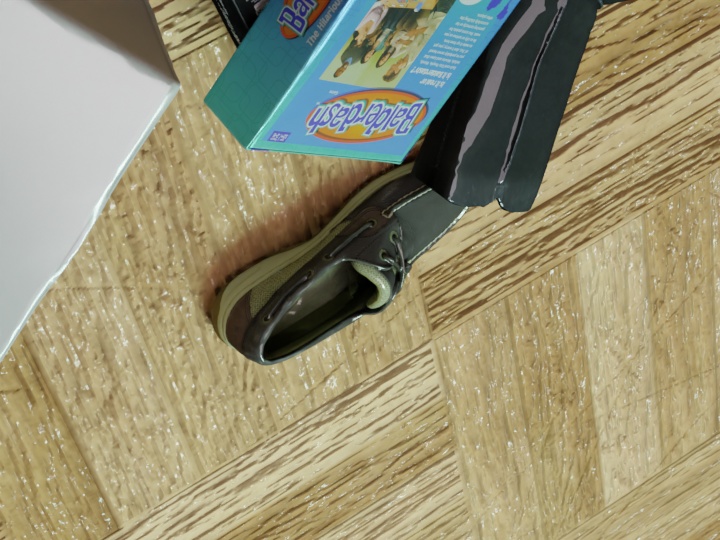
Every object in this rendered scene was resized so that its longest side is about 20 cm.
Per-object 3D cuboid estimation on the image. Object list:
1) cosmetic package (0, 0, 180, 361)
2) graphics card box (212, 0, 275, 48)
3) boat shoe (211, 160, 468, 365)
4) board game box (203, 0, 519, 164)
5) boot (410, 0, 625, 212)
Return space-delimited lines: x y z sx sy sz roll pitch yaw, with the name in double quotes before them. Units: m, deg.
"cosmetic package" -0.210 -0.085 0.669 0.200 0.165 0.165 31 103 -23
"graphics card box" -0.025 -0.176 0.833 0.125 0.051 0.200 -39 156 -5
"boat shoe" -0.001 0.000 1.018 0.200 0.066 0.072 -32 134 -14
"board game box" 0.025 -0.149 0.836 0.200 0.045 0.152 -53 154 22
"boot" 0.134 -0.131 0.996 0.164 0.066 0.201 10 103 -29
